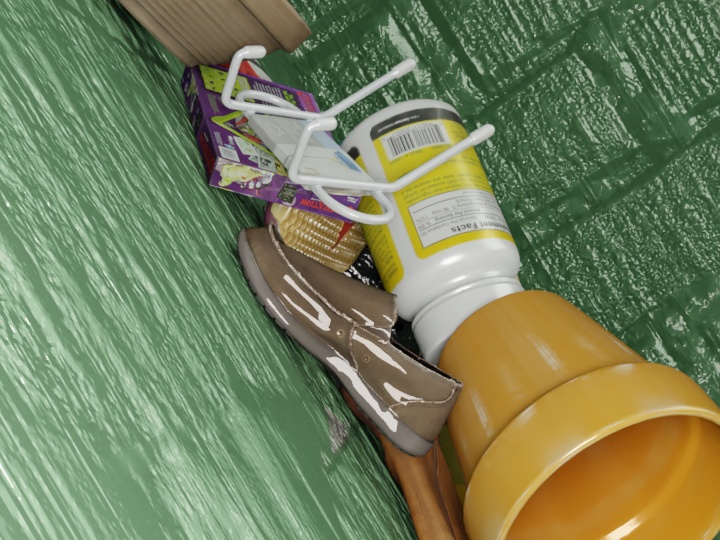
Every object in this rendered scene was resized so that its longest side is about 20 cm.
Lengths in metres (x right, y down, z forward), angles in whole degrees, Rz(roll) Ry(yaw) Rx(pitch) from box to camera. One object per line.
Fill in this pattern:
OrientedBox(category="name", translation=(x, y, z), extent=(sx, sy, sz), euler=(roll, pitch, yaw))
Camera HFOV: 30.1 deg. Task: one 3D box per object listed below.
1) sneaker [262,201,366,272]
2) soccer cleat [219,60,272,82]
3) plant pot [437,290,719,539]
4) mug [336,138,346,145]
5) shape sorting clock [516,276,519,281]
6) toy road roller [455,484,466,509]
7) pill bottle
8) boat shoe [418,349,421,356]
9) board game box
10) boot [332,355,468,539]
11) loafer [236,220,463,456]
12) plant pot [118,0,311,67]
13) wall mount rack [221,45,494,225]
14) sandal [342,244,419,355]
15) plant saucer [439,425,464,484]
OrientedBox(category="sneaker", translation=(-0.056, -0.050, 1.153), extent=(0.090, 0.075, 0.200), euler=(36, 2, 18))
OrientedBox(category="soccer cleat", translation=(-0.107, -0.166, 1.304), extent=(0.201, 0.068, 0.085), euler=(55, 8, 8))
OrientedBox(category="plant pot", translation=(0.146, 0.119, 0.980), extent=(0.201, 0.199, 0.184), euler=(54, 3, -43))
OrientedBox(category="mug", translation=(0.017, -0.042, 1.365), extent=(0.184, 0.152, 0.115), euler=(13, 40, -44))
OrientedBox(category="shape sorting clock", translation=(0.098, 0.060, 1.400), extent=(0.039, 0.201, 0.201), euler=(8, 37, -32))
OrientedBox(category="toy road roller", translation=(0.139, 0.249, 1.106), extent=(0.123, 0.144, 0.202), euler=(-107, -158, -74))
OrientedBox(category="pill bottle", translation=(0.063, -0.029, 1.097), extent=(0.114, 0.113, 0.202), euler=(48, 20, -65))
OrientedBox(category="boat shoe", translation=(0.127, 0.136, 1.210), extent=(0.202, 0.071, 0.061), euler=(56, 9, 2))
OrientedBox(category="board game box", translation=(-0.077, -0.109, 1.082), extent=(0.119, 0.033, 0.200), euler=(10, 27, -19))
OrientedBox(category="boot", translation=(0.061, 0.152, 1.028), extent=(0.201, 0.068, 0.188), euler=(62, 5, 29))
OrientedBox(category="loafer", translation=(-0.005, 0.035, 0.930), extent=(0.200, 0.071, 0.073), euler=(47, 5, -3))
OrientedBox(category="plant pot", translation=(-0.139, -0.227, 1.055), extent=(0.201, 0.093, 0.201), euler=(44, 3, -3))
OrientedBox(category="wall mount rack", translation=(-0.005, -0.114, 1.031), extent=(0.172, 0.075, 0.200), euler=(1, 33, -38))
OrientedBox(category="sandal", translation=(-0.001, 0.000, 1.252), extent=(0.202, 0.075, 0.048), euler=(59, -7, 5))
OrientedBox(category="plant saucer", translation=(0.109, 0.212, 1.276), extent=(0.200, 0.048, 0.201), euler=(55, 5, -38))
